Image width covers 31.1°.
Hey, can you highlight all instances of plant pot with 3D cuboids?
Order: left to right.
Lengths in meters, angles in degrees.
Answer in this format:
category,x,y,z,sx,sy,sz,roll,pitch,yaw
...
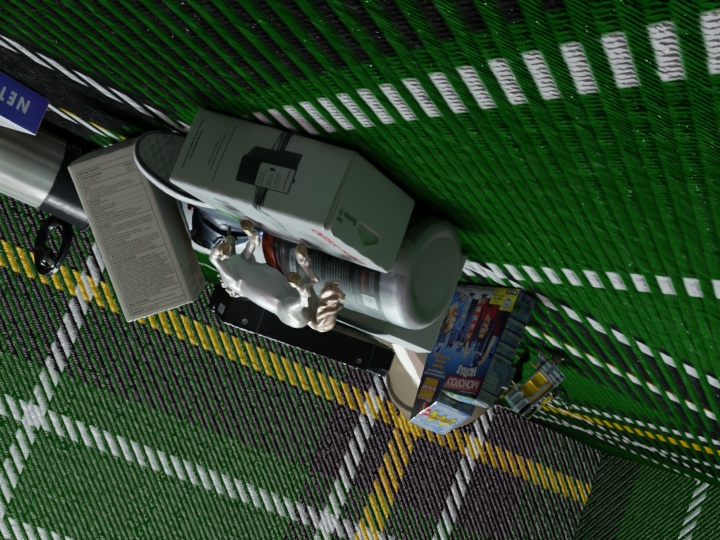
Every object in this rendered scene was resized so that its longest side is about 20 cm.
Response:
category,x,y,z,sx,sy,sz,roll,pitch,yaw
plant pot,0.103,0.107,1.894,0.199,0.201,0.175,15,154,42

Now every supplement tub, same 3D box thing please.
category,x,y,z,sx,sy,sz,roll,pitch,yaw
supplement tub,-0.001,-0.019,1.389,0.199,0.124,0.122,17,172,32

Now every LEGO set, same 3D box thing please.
category,x,y,z,sx,sy,sz,roll,pitch,yaw
LEGO set,0.277,0.162,2.152,0.154,0.116,0.200,51,-175,29

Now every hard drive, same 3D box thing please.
category,x,y,z,sx,sy,sz,roll,pitch,yaw
hard drive,-0.069,0.066,1.481,0.198,0.038,0.140,21,180,-14

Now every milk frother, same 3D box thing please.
category,x,y,z,sx,sy,sz,roll,pitch,yaw
milk frother,-0.484,-0.110,1.878,0.187,0.202,0.180,25,176,-23

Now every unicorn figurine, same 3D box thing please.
category,x,y,z,sx,sy,sz,roll,pitch,yaw
unicorn figurine,-0.104,0.004,1.341,0.200,0.074,0.138,43,158,20

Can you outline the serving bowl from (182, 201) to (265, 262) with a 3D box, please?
category,x,y,z,sx,sy,sz,roll,pitch,yaw
serving bowl,-0.193,-0.054,1.828,0.198,0.066,0.200,18,173,2

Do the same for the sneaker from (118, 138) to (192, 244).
category,x,y,z,sx,sy,sz,roll,pitch,yaw
sneaker,-0.273,-0.071,1.653,0.073,0.203,0.118,-10,-161,-32

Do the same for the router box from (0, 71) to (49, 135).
category,x,y,z,sx,sy,sz,roll,pitch,yaw
router box,-0.510,-0.239,1.575,0.178,0.049,0.200,17,172,34

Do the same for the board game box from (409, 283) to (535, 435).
category,x,y,z,sx,sy,sz,roll,pitch,yaw
board game box,0.146,0.122,1.703,0.061,0.202,0.200,24,173,-22

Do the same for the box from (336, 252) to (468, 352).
category,x,y,z,sx,sy,sz,roll,pitch,yaw
box,0.008,0.004,1.538,0.198,0.125,0.097,23,174,-5

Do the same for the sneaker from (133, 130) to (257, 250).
category,x,y,z,sx,sy,sz,roll,pitch,yaw
sneaker,-0.196,-0.088,1.526,0.201,0.078,0.146,24,156,-25

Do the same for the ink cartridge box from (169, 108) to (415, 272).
category,x,y,z,sx,sy,sz,roll,pitch,yaw
ink cartridge box,-0.065,-0.079,1.285,0.199,0.084,0.146,19,173,31

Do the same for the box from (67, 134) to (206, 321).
category,x,y,z,sx,sy,sz,roll,pitch,yaw
box,-0.265,-0.052,1.549,0.094,0.202,0.078,-15,-167,10

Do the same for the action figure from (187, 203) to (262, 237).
category,x,y,z,sx,sy,sz,roll,pitch,yaw
action figure,-0.118,-0.063,1.625,0.198,0.066,0.052,5,-168,20
